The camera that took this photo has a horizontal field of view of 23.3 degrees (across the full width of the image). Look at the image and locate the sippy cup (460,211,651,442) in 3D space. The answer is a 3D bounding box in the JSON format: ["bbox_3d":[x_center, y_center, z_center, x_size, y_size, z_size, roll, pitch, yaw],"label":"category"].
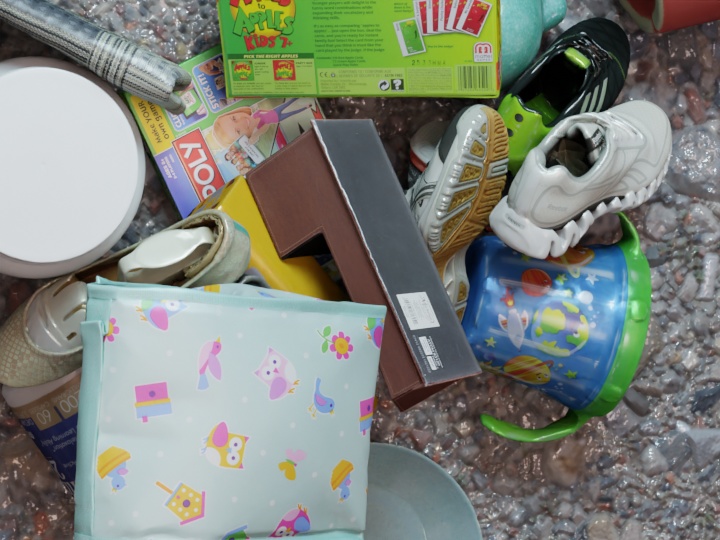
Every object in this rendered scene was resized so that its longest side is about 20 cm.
[{"bbox_3d":[0.139,0.034,1.350,0.129,0.140,0.180,13,68,-11],"label":"sippy cup"}]

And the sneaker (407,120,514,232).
[{"bbox_3d":[0.120,-0.071,1.377,0.198,0.077,0.083,1,126,-23],"label":"sneaker"}]

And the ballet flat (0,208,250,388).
[{"bbox_3d":[-0.169,0.012,1.182,0.199,0.062,0.068,-29,68,-2],"label":"ballet flat"}]

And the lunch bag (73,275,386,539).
[{"bbox_3d":[-0.095,0.094,1.123,0.198,0.121,0.172,4,90,-35],"label":"lunch bag"}]

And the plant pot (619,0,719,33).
[{"bbox_3d":[0.278,-0.280,1.343,0.176,0.200,0.202,-23,101,-4],"label":"plant pot"}]

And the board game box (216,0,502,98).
[{"bbox_3d":[0.000,-0.178,1.244,0.198,0.048,0.103,0,121,8],"label":"board game box"}]

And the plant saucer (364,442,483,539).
[{"bbox_3d":[-0.001,0.232,1.368,0.199,0.039,0.204,-1,94,-17],"label":"plant saucer"}]

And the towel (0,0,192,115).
[{"bbox_3d":[-0.204,-0.160,1.183,0.191,0.200,0.035,27,95,-4],"label":"towel"}]

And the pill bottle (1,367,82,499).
[{"bbox_3d":[-0.163,0.135,1.274,0.111,0.111,0.201,-35,103,-11],"label":"pill bottle"}]

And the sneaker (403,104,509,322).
[{"bbox_3d":[0.043,-0.037,1.288,0.075,0.087,0.202,-11,127,-47],"label":"sneaker"}]

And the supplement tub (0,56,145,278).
[{"bbox_3d":[-0.224,-0.069,1.191,0.143,0.200,0.146,-1,92,-15],"label":"supplement tub"}]

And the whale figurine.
[{"bbox_3d":[0.095,-0.229,1.326,0.158,0.104,0.202,24,88,-16],"label":"whale figurine"}]

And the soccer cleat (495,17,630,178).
[{"bbox_3d":[0.161,-0.145,1.331,0.067,0.081,0.200,38,49,7],"label":"soccer cleat"}]

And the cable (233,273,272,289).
[{"bbox_3d":[-0.077,0.108,1.217,0.096,0.050,0.202,15,94,-34],"label":"cable"}]

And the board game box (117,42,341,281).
[{"bbox_3d":[-0.080,-0.073,1.326,0.134,0.029,0.202,-28,102,-13],"label":"board game box"}]

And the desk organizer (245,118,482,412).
[{"bbox_3d":[0.000,0.000,1.231,0.071,0.077,0.202,-7,70,-53],"label":"desk organizer"}]

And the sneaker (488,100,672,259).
[{"bbox_3d":[0.175,-0.084,1.285,0.200,0.075,0.082,-37,149,-42],"label":"sneaker"}]

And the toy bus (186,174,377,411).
[{"bbox_3d":[-0.055,0.033,1.276,0.078,0.065,0.200,-32,106,30],"label":"toy bus"}]
